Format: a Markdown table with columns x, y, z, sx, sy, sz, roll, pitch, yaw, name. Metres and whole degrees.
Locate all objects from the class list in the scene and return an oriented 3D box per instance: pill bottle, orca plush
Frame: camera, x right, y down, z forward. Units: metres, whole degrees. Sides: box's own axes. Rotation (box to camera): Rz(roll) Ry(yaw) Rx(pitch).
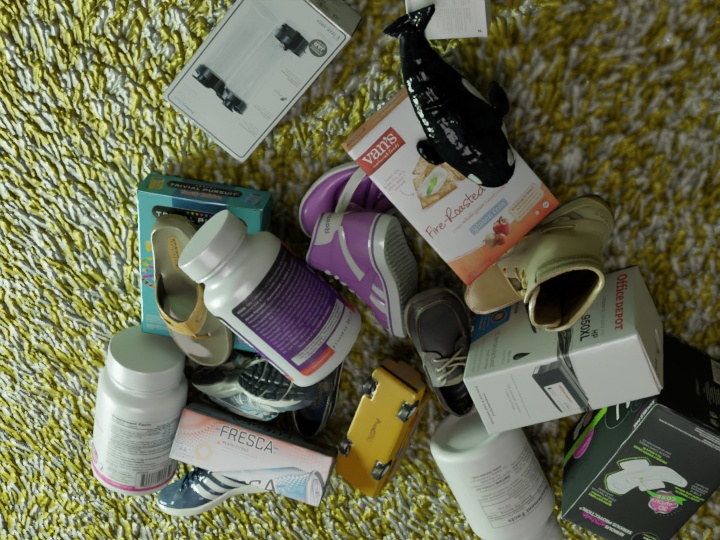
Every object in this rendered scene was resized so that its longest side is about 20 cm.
| x | y | z | sx | sy | sz | roll | pitch | yaw | name |
| --- | --- | --- | --- | --- | --- | --- | --- | --- | --- |
| -0.103 | 0.028 | 1.356 | 0.111 | 0.112 | 0.200 | -35 | 114 | 29 | pill bottle |
| 0.174 | 0.267 | 1.489 | 0.114 | 0.115 | 0.201 | -17 | 116 | 22 | pill bottle |
| 0.099 | -0.164 | 1.201 | 0.105 | 0.071 | 0.201 | -20 | 107 | -2 | orca plush |
| -0.278 | 0.176 | 1.540 | 0.113 | 0.114 | 0.201 | 15 | 123 | 3 | pill bottle |

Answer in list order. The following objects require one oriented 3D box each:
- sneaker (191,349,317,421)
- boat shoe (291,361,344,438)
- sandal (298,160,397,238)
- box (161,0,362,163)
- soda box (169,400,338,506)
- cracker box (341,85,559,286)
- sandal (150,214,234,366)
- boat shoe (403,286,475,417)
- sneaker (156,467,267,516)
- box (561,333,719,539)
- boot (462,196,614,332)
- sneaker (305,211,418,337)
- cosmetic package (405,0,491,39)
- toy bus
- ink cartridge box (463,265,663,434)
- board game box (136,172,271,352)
| x | y | z | sx | sy | sz | roll | pitch | yaw | name |
| --- | --- | --- | --- | --- | --- | --- | --- | --- | --- |
| -0.114 | 0.145 | 1.489 | 0.199 | 0.078 | 0.086 | 4 | 140 | 46 | sneaker |
| -0.052 | 0.118 | 1.485 | 0.068 | 0.057 | 0.201 | 9 | 123 | 8 | boat shoe |
| 0.013 | -0.085 | 1.347 | 0.202 | 0.050 | 0.083 | -25 | 113 | 23 | sandal |
| -0.106 | -0.224 | 1.284 | 0.116 | 0.060 | 0.200 | 38 | 121 | -11 | box |
| -0.132 | 0.227 | 1.516 | 0.199 | 0.064 | 0.069 | 18 | 94 | 4 | soda box |
| 0.095 | -0.103 | 1.286 | 0.134 | 0.058 | 0.200 | -42 | 106 | 5 | cracker box |
| -0.204 | 0.031 | 1.412 | 0.080 | 0.054 | 0.201 | -3 | 121 | 15 | sandal |
| 0.104 | 0.096 | 1.390 | 0.074 | 0.074 | 0.200 | -26 | 139 | -2 | boat shoe |
| -0.188 | 0.257 | 1.596 | 0.199 | 0.075 | 0.085 | -20 | 117 | 13 | sneaker |
| 0.332 | 0.199 | 1.389 | 0.124 | 0.149 | 0.201 | 27 | 123 | -6 | box |
| 0.183 | 0.016 | 1.307 | 0.199 | 0.156 | 0.073 | -32 | 110 | 28 | boot |
| 0.000 | -0.001 | 1.379 | 0.114 | 0.073 | 0.201 | 6 | 142 | 20 | sneaker |
| 0.081 | -0.328 | 1.181 | 0.082 | 0.051 | 0.201 | 2 | 122 | 15 | cosmetic package |
| 0.030 | 0.189 | 1.483 | 0.065 | 0.078 | 0.201 | 35 | 129 | 18 | toy bus |
| 0.227 | 0.087 | 1.348 | 0.199 | 0.145 | 0.085 | -17 | 116 | 22 | ink cartridge box |
| -0.185 | -0.008 | 1.444 | 0.150 | 0.047 | 0.201 | 9 | 123 | 7 | board game box |
